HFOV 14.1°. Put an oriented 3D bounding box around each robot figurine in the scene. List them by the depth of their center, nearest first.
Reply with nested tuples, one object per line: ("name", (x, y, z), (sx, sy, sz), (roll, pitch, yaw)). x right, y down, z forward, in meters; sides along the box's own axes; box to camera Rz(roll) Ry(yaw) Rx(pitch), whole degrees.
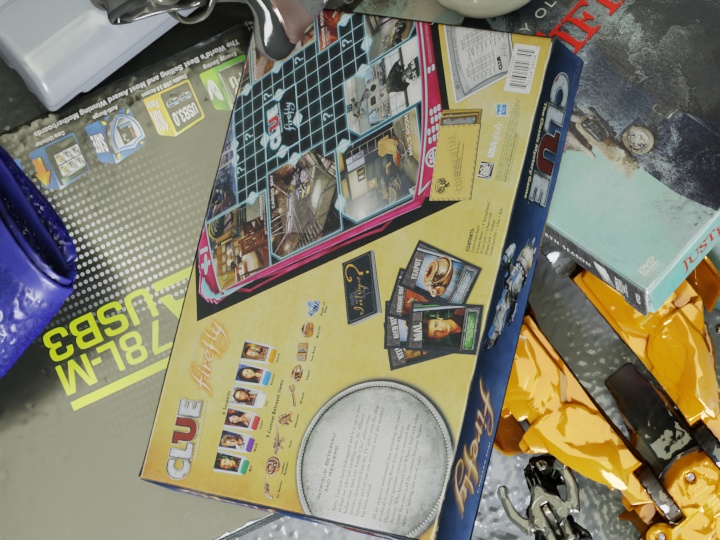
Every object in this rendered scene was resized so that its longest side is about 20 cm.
("robot figurine", (0.107, 0.044, 1.192), (0.145, 0.058, 0.200), (-38, 84, 7))

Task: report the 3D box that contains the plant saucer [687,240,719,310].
("plant saucer", (0.189, -0.077, 1.218), (0.199, 0.036, 0.201), (0, 85, 2))

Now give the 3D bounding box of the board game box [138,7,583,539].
("board game box", (0.000, 0.000, 1.146), (0.135, 0.035, 0.201), (11, 82, 28))

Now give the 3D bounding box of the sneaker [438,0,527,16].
("sneaker", (0.062, -0.198, 1.194), (0.077, 0.082, 0.201), (7, 83, 2))

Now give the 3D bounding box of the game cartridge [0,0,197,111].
("game cartridge", (-0.140, -0.179, 1.222), (0.133, 0.042, 0.200), (-40, 78, -8))

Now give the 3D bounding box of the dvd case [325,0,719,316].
("dvd case", (0.088, -0.089, 1.181), (0.200, 0.022, 0.146), (37, 76, 30))

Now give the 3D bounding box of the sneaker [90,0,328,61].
("sneaker", (-0.100, -0.143, 1.158), (0.199, 0.077, 0.082), (25, 94, 17))

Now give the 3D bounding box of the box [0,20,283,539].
("box", (-0.091, 0.024, 1.212), (0.199, 0.048, 0.194), (-24, 80, 0))

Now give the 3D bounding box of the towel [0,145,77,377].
("towel", (-0.208, 0.018, 1.180), (0.200, 0.049, 0.148), (-47, 67, 22))
